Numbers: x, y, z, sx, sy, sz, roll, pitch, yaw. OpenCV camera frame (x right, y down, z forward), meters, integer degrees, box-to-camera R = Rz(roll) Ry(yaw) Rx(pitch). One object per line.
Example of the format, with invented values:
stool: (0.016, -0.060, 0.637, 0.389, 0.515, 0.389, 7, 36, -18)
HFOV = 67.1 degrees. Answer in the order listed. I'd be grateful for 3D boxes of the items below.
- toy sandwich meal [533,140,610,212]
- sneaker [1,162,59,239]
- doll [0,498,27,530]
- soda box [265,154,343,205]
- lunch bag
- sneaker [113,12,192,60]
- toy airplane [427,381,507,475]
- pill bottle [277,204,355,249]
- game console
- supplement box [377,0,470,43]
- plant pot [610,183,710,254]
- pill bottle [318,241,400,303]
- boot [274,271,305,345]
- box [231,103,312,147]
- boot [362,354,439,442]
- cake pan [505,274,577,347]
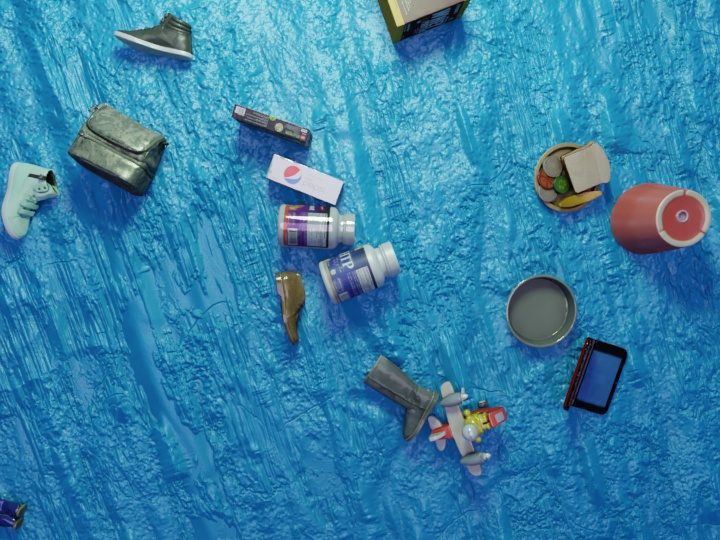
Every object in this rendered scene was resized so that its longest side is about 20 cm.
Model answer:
toy sandwich meal: (0.569, -0.253, 1.457, 0.203, 0.070, 0.208, 0, 95, -1)
sneaker: (-0.861, -0.178, 1.426, 0.117, 0.074, 0.203, 7, 92, 5)
doll: (-1.046, 0.669, 1.513, 0.198, 0.048, 0.138, 17, 94, -3)
soda box: (-0.146, -0.240, 1.446, 0.198, 0.064, 0.069, 21, 94, -3)
lunch bag: (-0.619, -0.315, 1.398, 0.199, 0.139, 0.169, 28, 78, -4)
sneaker: (-0.527, -0.616, 1.403, 0.198, 0.071, 0.100, 10, 93, -8)
toy airplane: (0.278, 0.428, 1.475, 0.199, 0.141, 0.201, 26, 90, 3)
pill bottle: (-0.114, -0.114, 1.433, 0.198, 0.111, 0.113, 3, 95, -2)
game console: (0.647, 0.297, 1.489, 0.118, 0.172, 0.202, 19, 94, 24)
supplement box: (0.146, -0.724, 1.374, 0.198, 0.133, 0.199, -21, 95, 1)
plant pot: (0.792, -0.136, 1.420, 0.198, 0.177, 0.203, 0, 94, -1)
pill bottle: (0.000, 0.000, 1.442, 0.198, 0.120, 0.121, -21, 95, 0)
boot: (-0.180, 0.101, 1.476, 0.075, 0.074, 0.202, -9, 93, -10)
box: (-0.225, -0.374, 1.409, 0.198, 0.110, 0.035, 19, 95, -2)
boot: (0.095, 0.354, 1.501, 0.199, 0.073, 0.183, 27, 99, -3)
cake pan: (0.496, 0.111, 1.504, 0.198, 0.037, 0.203, 0, 95, -1)
